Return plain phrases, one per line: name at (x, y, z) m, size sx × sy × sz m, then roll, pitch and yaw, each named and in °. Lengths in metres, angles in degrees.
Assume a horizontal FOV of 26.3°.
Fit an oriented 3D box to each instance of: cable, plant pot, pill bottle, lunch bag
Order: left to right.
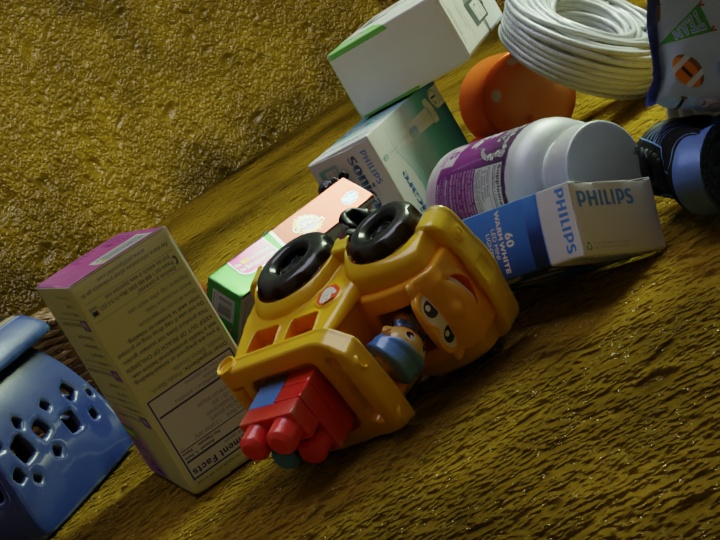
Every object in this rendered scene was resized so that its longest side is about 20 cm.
plant pot at (-0.370, 0.168, 1.486) m, size 0.199 × 0.181 × 0.200 m, roll -25°, pitch 12°, yaw 26°
pill bottle at (0.150, -0.070, 1.323) m, size 0.112 × 0.113 × 0.200 m, roll -36°, pitch 12°, yaw -28°
cable at (0.255, -0.268, 1.759) m, size 0.199 × 0.070 × 0.200 m, roll -7°, pitch 38°, yaw -35°
lunch bag at (0.318, -0.185, 1.210) m, size 0.169 × 0.125 × 0.200 m, roll 4°, pitch 16°, yaw 17°

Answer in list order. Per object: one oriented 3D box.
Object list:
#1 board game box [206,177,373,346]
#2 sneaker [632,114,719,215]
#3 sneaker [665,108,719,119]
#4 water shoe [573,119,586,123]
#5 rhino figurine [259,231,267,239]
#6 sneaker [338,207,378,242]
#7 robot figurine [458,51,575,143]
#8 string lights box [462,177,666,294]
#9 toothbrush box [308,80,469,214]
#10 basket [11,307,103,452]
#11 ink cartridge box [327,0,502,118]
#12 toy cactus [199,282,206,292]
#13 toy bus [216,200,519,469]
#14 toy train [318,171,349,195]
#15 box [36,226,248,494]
board game box at (-0.070, 0.022, 1.460) m, size 0.200 × 0.040 × 0.154 m, roll -39°, pitch -30°, yaw -41°
sneaker at (0.247, -0.079, 1.187) m, size 0.077 × 0.071 × 0.200 m, roll -12°, pitch 8°, yaw 22°
sneaker at (0.367, -0.201, 1.426) m, size 0.199 × 0.075 × 0.082 m, roll -29°, pitch 12°, yaw 13°
water shoe at (0.157, -0.082, 1.548) m, size 0.199 × 0.071 × 0.079 m, roll -23°, pitch 40°, yaw 32°
rhino figurine at (-0.099, 0.017, 1.724) m, size 0.087 × 0.060 × 0.200 m, roll 17°, pitch 24°, yaw 8°
sneaker at (0.000, 0.000, 1.407) m, size 0.199 × 0.116 × 0.075 m, roll -21°, pitch 14°, yaw 43°
robot figurine at (0.189, -0.209, 1.857) m, size 0.143 × 0.117 × 0.200 m, roll -21°, pitch 8°, yaw -12°
string lights box at (0.125, -0.018, 1.200) m, size 0.102 × 0.059 × 0.199 m, roll -5°, pitch -10°, yaw -42°
toothbrush box at (0.048, -0.101, 1.668) m, size 0.085 × 0.147 × 0.200 m, roll -25°, pitch 13°, yaw 30°
basket at (-0.334, 0.103, 1.795) m, size 0.199 × 0.143 × 0.149 m, roll -27°, pitch 11°, yaw 17°
ink cartridge box at (0.065, -0.263, 1.731) m, size 0.145 × 0.084 × 0.200 m, roll -27°, pitch 12°, yaw 24°
toy cactus at (-0.187, 0.103, 1.565) m, size 0.165 × 0.102 × 0.200 m, roll -37°, pitch 16°, yaw 20°
toy bus at (-0.006, 0.064, 1.127) m, size 0.199 × 0.136 × 0.192 m, roll -20°, pitch 28°, yaw 35°
toy train at (-0.054, -0.007, 1.571) m, size 0.201 × 0.046 × 0.034 m, roll -64°, pitch -23°, yaw 3°
box at (-0.173, 0.073, 1.317) m, size 0.096 × 0.201 × 0.176 m, roll -33°, pitch 10°, yaw -17°
